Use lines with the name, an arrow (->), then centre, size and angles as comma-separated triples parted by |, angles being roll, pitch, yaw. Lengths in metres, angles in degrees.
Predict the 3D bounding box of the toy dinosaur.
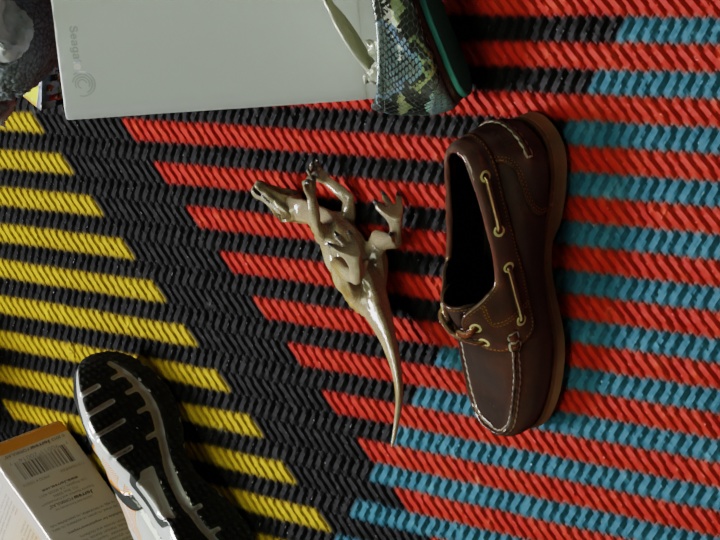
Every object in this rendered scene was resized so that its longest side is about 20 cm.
toy dinosaur -> 0.000, 0.000, 1.633 | 0.200, 0.058, 0.101 | 59, 158, 28

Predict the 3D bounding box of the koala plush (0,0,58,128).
koala plush -> -0.229, -0.194, 1.647 | 0.177, 0.183, 0.201 | 138, 135, -67

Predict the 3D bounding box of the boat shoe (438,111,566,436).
boat shoe -> 0.074, 0.008, 1.513 | 0.070, 0.070, 0.201 | 23, 125, 44

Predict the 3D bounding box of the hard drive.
hard drive -> -0.082, -0.161, 1.555 | 0.026, 0.199, 0.133 | -85, -10, -70

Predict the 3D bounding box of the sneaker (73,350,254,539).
sneaker -> -0.152, 0.151, 1.875 | 0.201, 0.073, 0.080 | 60, 145, 14

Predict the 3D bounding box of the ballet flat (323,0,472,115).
ballet flat -> 0.004, -0.180, 1.494 | 0.074, 0.074, 0.201 | -2, 109, 53

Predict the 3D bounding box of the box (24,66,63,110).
box -> -0.264, -0.221, 1.872 | 0.200, 0.038, 0.137 | 38, 134, 36

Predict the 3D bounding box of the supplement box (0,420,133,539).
supplement box -> -0.215, 0.232, 1.994 | 0.200, 0.073, 0.126 | 51, 140, 24
